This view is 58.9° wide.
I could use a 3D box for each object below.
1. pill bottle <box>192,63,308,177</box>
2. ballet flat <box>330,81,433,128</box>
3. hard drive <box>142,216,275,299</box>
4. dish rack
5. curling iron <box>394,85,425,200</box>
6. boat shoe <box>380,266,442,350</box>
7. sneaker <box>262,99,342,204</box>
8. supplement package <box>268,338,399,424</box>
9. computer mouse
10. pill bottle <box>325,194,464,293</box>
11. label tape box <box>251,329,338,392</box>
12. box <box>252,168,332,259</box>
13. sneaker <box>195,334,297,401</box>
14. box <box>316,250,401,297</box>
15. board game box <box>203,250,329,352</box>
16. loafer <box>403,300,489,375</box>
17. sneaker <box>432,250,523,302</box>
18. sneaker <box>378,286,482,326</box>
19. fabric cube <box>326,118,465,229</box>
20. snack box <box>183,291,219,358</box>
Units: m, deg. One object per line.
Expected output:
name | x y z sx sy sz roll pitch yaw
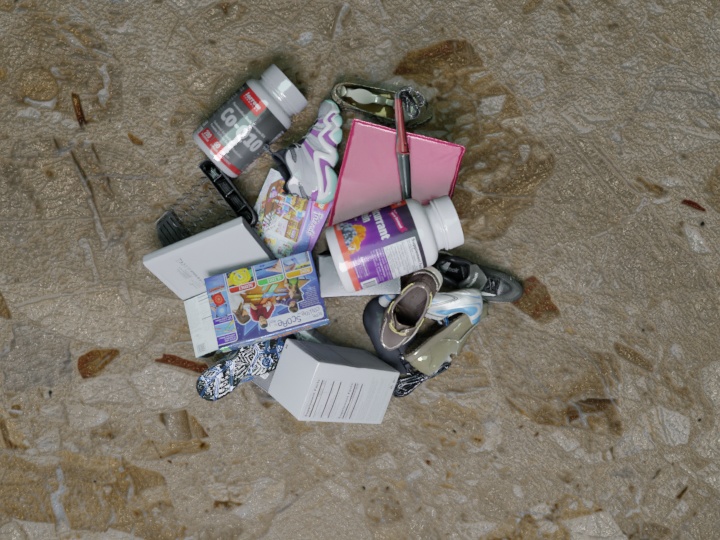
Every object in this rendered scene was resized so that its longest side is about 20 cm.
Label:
pill bottle | -0.201 -0.277 1.177 0.200 0.114 0.114 -42 94 4
ballet flat | 0.040 -0.311 1.190 0.199 0.075 0.068 13 95 -1
hard drive | -0.275 -0.019 1.171 0.200 0.132 0.026 -21 51 10
dish rack | -0.300 -0.091 1.206 0.200 0.055 0.154 -40 81 12
curling iron | 0.078 -0.196 1.027 0.049 0.026 0.201 1 95 4
boat shoe | 0.080 0.078 1.139 0.072 0.060 0.200 34 128 5
sneaker | -0.109 -0.228 1.168 0.139 0.078 0.201 6 76 -19
supplement package | -0.048 0.206 1.172 0.200 0.114 0.110 15 98 -41
computer mouse | 0.077 0.143 1.244 0.138 0.053 0.200 -32 94 4
pill bottle | 0.054 -0.047 0.998 0.199 0.111 0.112 -19 95 1
label tape box | -0.130 0.179 1.244 0.200 0.066 0.143 37 95 -1
box | -0.149 -0.078 1.233 0.137 0.039 0.200 25 95 -1
sneaker | -0.210 0.165 1.178 0.200 0.077 0.076 -26 95 -7
box | 0.000 0.000 1.157 0.141 0.200 0.079 -5 94 2
board game box | -0.168 0.055 1.142 0.199 0.034 0.136 -14 74 -3
loafer | 0.171 0.128 1.216 0.200 0.076 0.068 -34 101 -16
sneaker | 0.218 0.018 1.212 0.200 0.091 0.067 21 96 -1
sneaker | 0.126 0.065 1.180 0.199 0.072 0.073 1 86 22
fabric cube | 0.060 -0.143 1.145 0.199 0.199 0.197 15 94 -1
snack box | -0.235 0.081 1.209 0.200 0.037 0.116 -21 74 17
